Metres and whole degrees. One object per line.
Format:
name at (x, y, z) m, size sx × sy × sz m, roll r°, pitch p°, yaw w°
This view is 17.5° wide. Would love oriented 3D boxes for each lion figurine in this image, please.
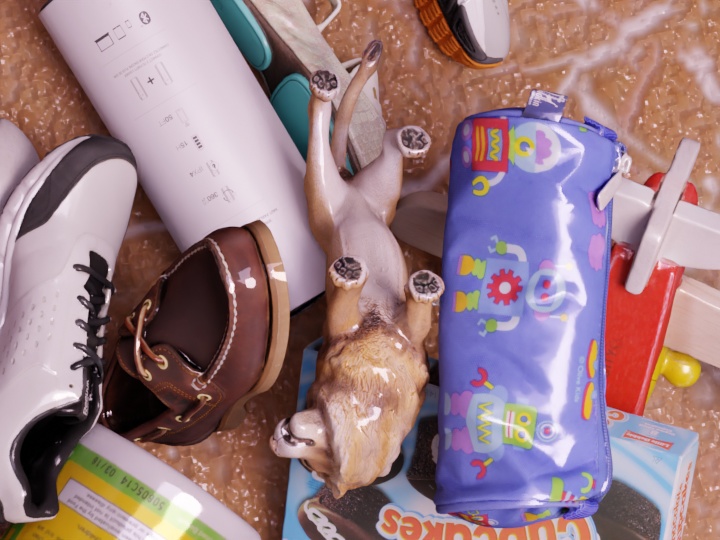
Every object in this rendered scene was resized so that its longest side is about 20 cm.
lion figurine at (0.000, 0.000, 1.128) m, size 0.072 × 0.123 × 0.200 m, roll 6°, pitch 56°, yaw -4°

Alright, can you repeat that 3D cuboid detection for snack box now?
snack box at (0.061, 0.112, 1.166) m, size 0.200 × 0.037 × 0.116 m, roll 15°, pitch 112°, yaw 20°

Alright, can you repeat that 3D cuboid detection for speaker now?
speaker at (-0.080, -0.066, 1.197) m, size 0.081 × 0.081 × 0.200 m, roll -32°, pitch 92°, yaw -12°

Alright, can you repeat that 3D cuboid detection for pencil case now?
pencil case at (0.081, 0.020, 1.087) m, size 0.087 × 0.078 × 0.201 m, roll 2°, pitch 86°, yaw 27°

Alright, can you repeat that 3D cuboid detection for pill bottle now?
pill bottle at (-0.146, 0.185, 1.148) m, size 0.111 × 0.111 × 0.200 m, roll 35°, pitch 79°, yaw -7°

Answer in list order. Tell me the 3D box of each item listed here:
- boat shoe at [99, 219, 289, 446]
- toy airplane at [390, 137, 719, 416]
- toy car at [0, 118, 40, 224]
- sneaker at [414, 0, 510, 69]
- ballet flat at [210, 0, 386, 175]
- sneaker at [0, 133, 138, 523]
boat shoe at (-0.083, 0.039, 1.129) m, size 0.070 × 0.200 × 0.071 m, roll -9°, pitch 66°, yaw -18°
toy airplane at (0.138, 0.017, 1.202) m, size 0.199 × 0.141 × 0.200 m, roll -23°, pitch 104°, yaw 26°
toy car at (-0.253, -0.027, 1.122) m, size 0.175 × 0.150 × 0.200 m, roll 26°, pitch 81°, yaw -9°
sneaker at (0.070, -0.209, 1.246) m, size 0.092 × 0.076 × 0.201 m, roll -8°, pitch 88°, yaw -17°
ballet flat at (-0.025, -0.112, 1.219) m, size 0.062 × 0.067 × 0.200 m, roll -31°, pitch 90°, yaw -23°
sneaker at (-0.145, 0.032, 1.133) m, size 0.080 × 0.074 × 0.200 m, roll 16°, pitch 82°, yaw 34°
